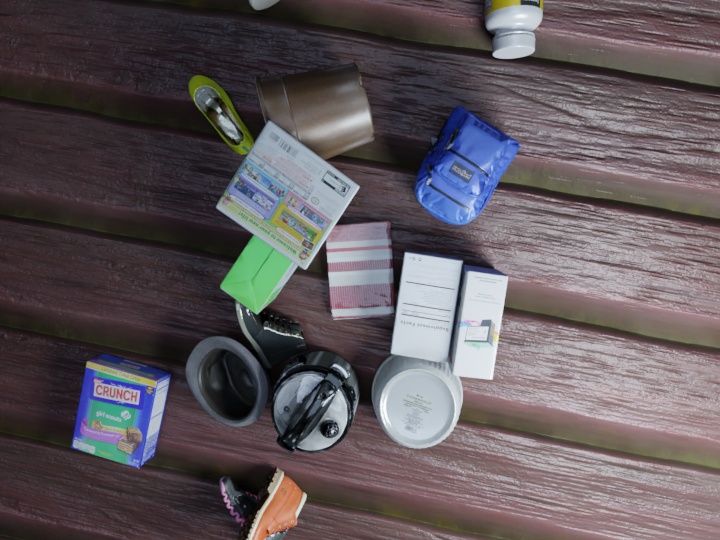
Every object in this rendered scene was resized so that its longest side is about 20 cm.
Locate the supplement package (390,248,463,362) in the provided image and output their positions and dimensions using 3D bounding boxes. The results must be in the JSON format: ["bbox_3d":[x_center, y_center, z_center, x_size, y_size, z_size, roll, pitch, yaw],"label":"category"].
[{"bbox_3d":[0.133,0.067,1.112,0.117,0.121,0.204,8,97,5],"label":"supplement package"}]

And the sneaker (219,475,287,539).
[{"bbox_3d":[-0.236,0.531,1.224,0.095,0.079,0.201,-37,90,-16],"label":"sneaker"}]

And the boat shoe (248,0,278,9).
[{"bbox_3d":[-0.168,-0.627,1.107,0.199,0.075,0.093,-42,84,0],"label":"boat shoe"}]

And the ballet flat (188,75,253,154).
[{"bbox_3d":[-0.295,-0.331,1.142,0.066,0.067,0.201,-37,91,8],"label":"ballet flat"}]

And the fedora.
[{"bbox_3d":[-0.267,0.230,1.173,0.199,0.090,0.179,36,105,15],"label":"fedora"}]

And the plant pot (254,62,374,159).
[{"bbox_3d":[-0.083,-0.301,1.072,0.194,0.200,0.204,-15,94,-1],"label":"plant pot"}]

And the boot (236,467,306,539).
[{"bbox_3d":[-0.189,0.539,1.167,0.107,0.201,0.075,40,141,-11],"label":"boot"}]

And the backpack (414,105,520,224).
[{"bbox_3d":[0.191,-0.195,1.063,0.161,0.168,0.202,33,101,8],"label":"backpack"}]

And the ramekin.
[{"bbox_3d":[0.119,0.270,1.142,0.196,0.105,0.205,0,96,5],"label":"ramekin"}]

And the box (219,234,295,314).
[{"bbox_3d":[-0.172,-0.035,1.103,0.096,0.177,0.201,36,97,-1],"label":"box"}]

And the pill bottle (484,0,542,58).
[{"bbox_3d":[0.294,-0.522,1.049,0.109,0.111,0.205,-1,96,5],"label":"pill bottle"}]

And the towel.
[{"bbox_3d":[0.000,0.000,1.170,0.141,0.023,0.205,-3,97,3],"label":"towel"}]

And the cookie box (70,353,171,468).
[{"bbox_3d":[-0.532,0.310,1.219,0.168,0.075,0.204,14,96,4],"label":"cookie box"}]

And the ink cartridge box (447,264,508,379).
[{"bbox_3d":[0.229,0.098,1.095,0.082,0.145,0.204,8,96,4],"label":"ink cartridge box"}]

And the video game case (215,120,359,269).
[{"bbox_3d":[-0.131,-0.133,0.984,0.198,0.022,0.184,34,97,-7],"label":"video game case"}]

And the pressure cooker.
[{"bbox_3d":[-0.089,0.266,1.112,0.175,0.200,0.180,-6,96,6],"label":"pressure cooker"}]

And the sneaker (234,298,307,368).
[{"bbox_3d":[-0.187,0.110,1.149,0.104,0.075,0.202,-22,128,-1],"label":"sneaker"}]
